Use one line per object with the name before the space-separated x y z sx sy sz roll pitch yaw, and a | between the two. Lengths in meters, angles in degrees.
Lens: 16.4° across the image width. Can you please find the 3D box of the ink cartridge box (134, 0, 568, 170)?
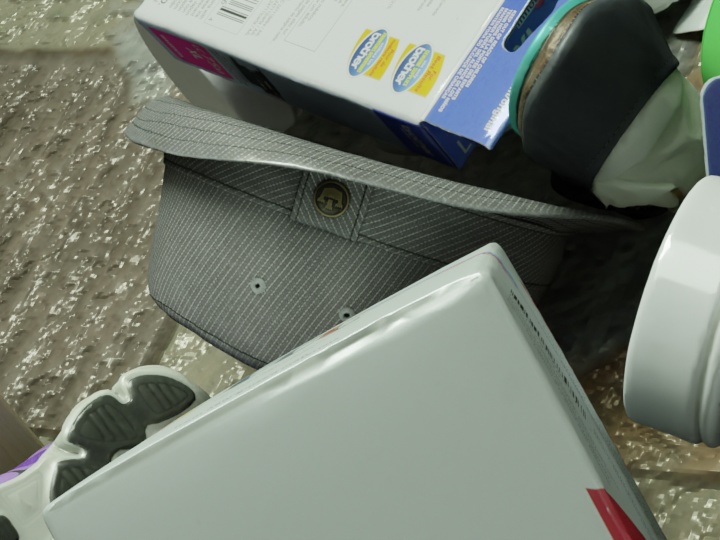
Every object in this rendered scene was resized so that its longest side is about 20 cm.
ink cartridge box | 0.015 -0.112 0.964 0.200 0.042 0.119 23 74 43

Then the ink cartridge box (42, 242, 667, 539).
ink cartridge box | 0.014 0.089 0.774 0.144 0.146 0.200 -29 0 6

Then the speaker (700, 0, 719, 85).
speaker | 0.221 -0.059 0.870 0.200 0.089 0.089 25 66 33

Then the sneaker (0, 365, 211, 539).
sneaker | -0.135 0.115 0.955 0.200 0.081 0.083 -31 -5 -26

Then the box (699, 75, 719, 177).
box | 0.212 -0.011 0.804 0.199 0.121 0.032 3 26 25

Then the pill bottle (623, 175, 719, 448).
pill bottle | 0.186 0.038 0.754 0.200 0.111 0.111 18 60 19

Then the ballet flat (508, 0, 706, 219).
ballet flat | 0.099 -0.052 0.905 0.073 0.200 0.073 -1 84 8

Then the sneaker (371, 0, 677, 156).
sneaker | 0.062 -0.124 1.021 0.078 0.100 0.200 5 40 45

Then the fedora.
fedora | 0.000 0.000 0.948 0.177 0.199 0.091 -130 55 -85

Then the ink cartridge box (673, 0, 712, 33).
ink cartridge box | 0.240 -0.145 1.007 0.200 0.047 0.160 0 50 55

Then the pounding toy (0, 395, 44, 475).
pounding toy | -0.266 0.043 1.025 0.142 0.200 0.184 -47 42 -15

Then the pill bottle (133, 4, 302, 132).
pill bottle | 0.000 -0.147 1.100 0.200 0.112 0.112 -41 41 -9
